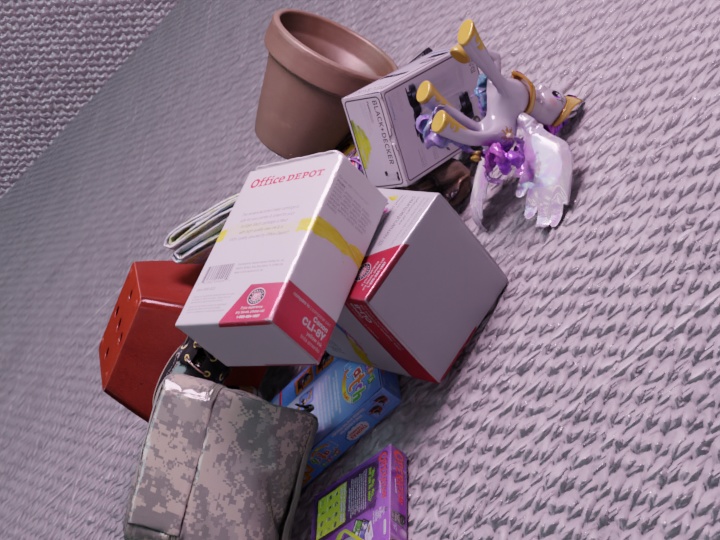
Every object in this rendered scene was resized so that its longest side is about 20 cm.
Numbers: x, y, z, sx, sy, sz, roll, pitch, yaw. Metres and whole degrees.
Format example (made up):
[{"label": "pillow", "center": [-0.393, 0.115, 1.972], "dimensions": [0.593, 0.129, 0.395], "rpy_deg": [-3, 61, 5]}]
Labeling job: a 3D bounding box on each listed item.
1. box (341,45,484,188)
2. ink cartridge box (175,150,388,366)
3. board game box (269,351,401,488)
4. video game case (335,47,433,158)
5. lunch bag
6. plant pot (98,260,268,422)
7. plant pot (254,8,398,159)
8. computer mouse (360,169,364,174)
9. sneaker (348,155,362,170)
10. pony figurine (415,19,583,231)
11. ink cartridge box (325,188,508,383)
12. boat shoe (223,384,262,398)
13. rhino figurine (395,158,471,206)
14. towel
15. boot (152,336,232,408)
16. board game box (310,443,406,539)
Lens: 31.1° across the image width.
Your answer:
[{"label": "box", "center": [0.071, -0.184, 1.528], "dimensions": [0.060, 0.117, 0.200], "rpy_deg": [-3, 23, 39]}, {"label": "ink cartridge box", "center": [-0.076, -0.010, 1.299], "dimensions": [0.145, 0.083, 0.201], "rpy_deg": [-5, 53, 44]}, {"label": "board game box", "center": [-0.040, 0.156, 1.477], "dimensions": [0.200, 0.037, 0.152], "rpy_deg": [-44, 26, 21]}, {"label": "video game case", "center": [0.033, -0.206, 1.843], "dimensions": [0.200, 0.025, 0.181], "rpy_deg": [-37, 28, 29]}, {"label": "lunch bag", "center": [-0.142, 0.225, 1.381], "dimensions": [0.139, 0.167, 0.201], "rpy_deg": [59, -136, -70]}, {"label": "plant pot", "center": [-0.231, 0.096, 1.665], "dimensions": [0.201, 0.176, 0.200], "rpy_deg": [-66, 21, 15]}, {"label": "plant pot", "center": [-0.068, -0.253, 1.860], "dimensions": [0.175, 0.199, 0.200], "rpy_deg": [-62, 19, 25]}, {"label": "computer mouse", "center": [-0.043, -0.039, 1.548], "dimensions": [0.200, 0.046, 0.141], "rpy_deg": [-30, 50, 26]}, {"label": "sneaker", "center": [-0.004, -0.126, 1.733], "dimensions": [0.200, 0.083, 0.081], "rpy_deg": [-35, 30, 33]}, {"label": "pony figurine", "center": [0.154, -0.150, 1.401], "dimensions": [0.166, 0.199, 0.194], "rpy_deg": [7, 79, 55]}, {"label": "ink cartridge box", "center": [0.020, 0.009, 1.384], "dimensions": [0.200, 0.145, 0.146], "rpy_deg": [8, 58, 52]}, {"label": "boat shoe", "center": [-0.181, 0.229, 1.567], "dimensions": [0.201, 0.062, 0.075], "rpy_deg": [-69, 19, 4]}, {"label": "rhino figurine", "center": [0.068, -0.106, 1.599], "dimensions": [0.087, 0.060, 0.200], "rpy_deg": [-34, 19, -17]}, {"label": "towel", "center": [-0.142, -0.064, 1.665], "dimensions": [0.171, 0.048, 0.200], "rpy_deg": [-26, -7, 17]}, {"label": "boot", "center": [-0.172, 0.083, 1.482], "dimensions": [0.200, 0.073, 0.151], "rpy_deg": [-49, -7, -12]}, {"label": "board game box", "center": [-0.004, 0.277, 1.264], "dimensions": [0.120, 0.032, 0.200], "rpy_deg": [-42, 27, 32]}]
